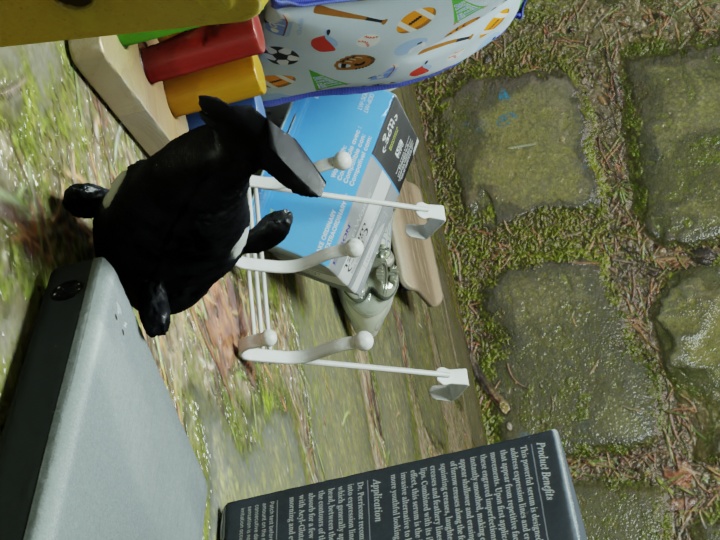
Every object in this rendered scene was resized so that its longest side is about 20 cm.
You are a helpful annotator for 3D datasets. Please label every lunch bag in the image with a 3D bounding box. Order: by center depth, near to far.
[{"bbox_3d":[0.025,-0.195,0.927,0.170,0.197,0.126,121,-38,-76],"label":"lunch bag"}]

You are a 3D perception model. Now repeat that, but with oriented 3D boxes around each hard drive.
[{"bbox_3d":[-0.102,0.108,0.563,0.201,0.032,0.141,-91,166,-57],"label":"hard drive"}]

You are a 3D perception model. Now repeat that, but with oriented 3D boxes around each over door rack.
[{"bbox_3d":[0.000,0.000,1.007,0.198,0.066,0.150,14,59,-38],"label":"over door rack"}]

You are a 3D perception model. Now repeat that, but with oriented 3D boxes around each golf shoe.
[{"bbox_3d":[-0.001,-0.022,1.454,0.098,0.077,0.202,93,-1,-47],"label":"golf shoe"}]

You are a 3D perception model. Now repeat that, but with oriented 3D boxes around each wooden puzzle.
[{"bbox_3d":[0.058,-0.048,1.968,0.200,0.046,0.188,29,48,-74],"label":"wooden puzzle"}]

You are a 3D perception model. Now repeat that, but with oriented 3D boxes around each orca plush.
[{"bbox_3d":[-0.073,-0.004,0.637,0.104,0.199,0.072,14,70,-31],"label":"orca plush"}]

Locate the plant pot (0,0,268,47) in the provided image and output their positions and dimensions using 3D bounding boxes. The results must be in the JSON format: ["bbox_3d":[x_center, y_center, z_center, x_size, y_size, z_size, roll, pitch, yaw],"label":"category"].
[{"bbox_3d":[-0.107,-0.193,0.513,0.200,0.197,0.179,63,27,-60],"label":"plant pot"}]

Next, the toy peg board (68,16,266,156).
[{"bbox_3d":[-0.097,-0.175,0.841,0.199,0.097,0.203,58,20,-66],"label":"toy peg board"}]

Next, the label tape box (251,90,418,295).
[{"bbox_3d":[-0.018,-0.070,1.116,0.200,0.065,0.145,48,63,-77],"label":"label tape box"}]

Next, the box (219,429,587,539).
[{"bbox_3d":[0.035,0.195,0.797,0.108,0.197,0.150,-93,167,-53],"label":"box"}]

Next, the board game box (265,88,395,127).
[{"bbox_3d":[-0.013,-0.186,1.113,0.026,0.198,0.200,64,3,22],"label":"board game box"}]
